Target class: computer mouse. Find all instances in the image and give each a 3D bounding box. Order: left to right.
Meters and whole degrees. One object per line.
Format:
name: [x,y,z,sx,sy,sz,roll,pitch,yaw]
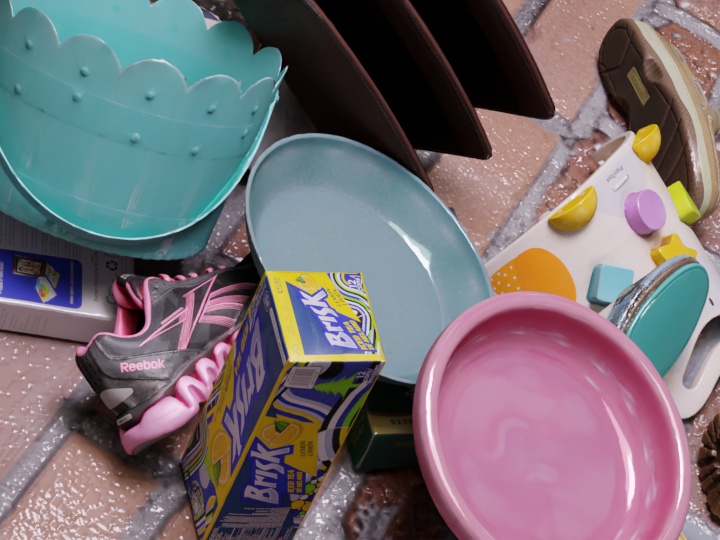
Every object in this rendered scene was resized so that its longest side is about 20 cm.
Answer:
computer mouse: [-0.041,-0.148,1.745,0.044,0.110,0.201,-6,45,28]

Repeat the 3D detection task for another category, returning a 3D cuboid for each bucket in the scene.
bucket: [-0.162,-0.104,1.570,0.206,0.136,0.207,18,18,-6]

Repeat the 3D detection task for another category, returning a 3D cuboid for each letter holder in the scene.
letter holder: [0.028,-0.148,1.634,0.142,0.200,0.101,12,56,44]

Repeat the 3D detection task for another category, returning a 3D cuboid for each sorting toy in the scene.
sorting toy: [0.207,0.009,1.732,0.180,0.107,0.200,51,47,-4]

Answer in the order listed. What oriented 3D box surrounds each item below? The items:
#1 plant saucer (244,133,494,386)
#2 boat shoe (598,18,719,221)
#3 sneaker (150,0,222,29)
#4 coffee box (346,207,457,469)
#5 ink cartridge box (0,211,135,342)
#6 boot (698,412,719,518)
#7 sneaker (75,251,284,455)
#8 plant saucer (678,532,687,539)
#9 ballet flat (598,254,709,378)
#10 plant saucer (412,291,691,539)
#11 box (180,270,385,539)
plant saucer: [0.000,0.000,1.583,0.199,0.036,0.201,25,41,-24]
boat shoe: [0.251,-0.116,1.864,0.076,0.072,0.201,12,46,-30]
sneaker: [-0.172,-0.169,1.708,0.129,0.080,0.200,-5,56,-24]
coffee box: [0.033,0.042,1.640,0.122,0.044,0.201,2,51,-23]
ink cartridge box: [-0.246,-0.010,1.566,0.198,0.037,0.095,11,49,-19]
boot: [0.304,0.186,1.624,0.106,0.075,0.201,12,47,-22]
sneaker: [-0.112,0.027,1.551,0.095,0.079,0.200,47,45,-5]
plant saucer: [0.169,0.234,1.536,0.199,0.049,0.200,-16,59,-34]
ballet flat: [0.167,0.068,1.632,0.074,0.074,0.201,31,66,4]
plant saucer: [0.116,0.114,1.520,0.199,0.051,0.202,12,62,-24]
box: [-0.050,0.086,1.456,0.064,0.201,0.070,1,51,-23]
